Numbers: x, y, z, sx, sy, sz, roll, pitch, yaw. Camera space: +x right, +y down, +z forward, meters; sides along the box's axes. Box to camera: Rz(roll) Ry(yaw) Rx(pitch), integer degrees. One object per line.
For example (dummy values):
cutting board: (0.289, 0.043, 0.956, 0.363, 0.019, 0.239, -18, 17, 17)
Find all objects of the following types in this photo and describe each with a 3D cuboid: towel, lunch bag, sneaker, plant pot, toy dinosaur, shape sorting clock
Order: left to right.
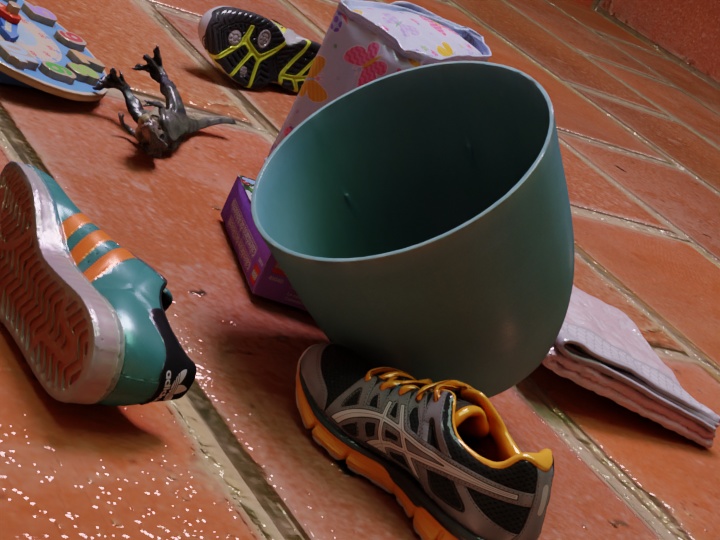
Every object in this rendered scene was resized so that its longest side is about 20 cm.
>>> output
shape sorting clock: (-0.297, -0.205, 1.218, 0.199, 0.039, 0.200, 30, 20, -12)
sneaker: (-0.157, 0.011, 0.822, 0.079, 0.072, 0.200, 16, 26, -40)
toy dinosaur: (-0.169, -0.139, 1.226, 0.088, 0.047, 0.200, 50, 19, -1)
sneaker: (-0.117, -0.234, 1.536, 0.076, 0.076, 0.199, 28, 6, 28)
lunch bag: (0.025, -0.149, 1.325, 0.127, 0.171, 0.199, 36, 24, 22)
sneaker: (0.039, 0.093, 0.843, 0.078, 0.078, 0.200, 1, 29, -49)
plant pot: (0.049, -0.011, 0.944, 0.162, 0.199, 0.201, 66, -7, -34)
towel: (0.182, 0.051, 1.176, 0.199, 0.032, 0.191, 27, 16, -32)

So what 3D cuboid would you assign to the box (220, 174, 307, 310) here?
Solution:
box: (0.000, 0.000, 1.098, 0.198, 0.039, 0.137, 19, 19, -23)
